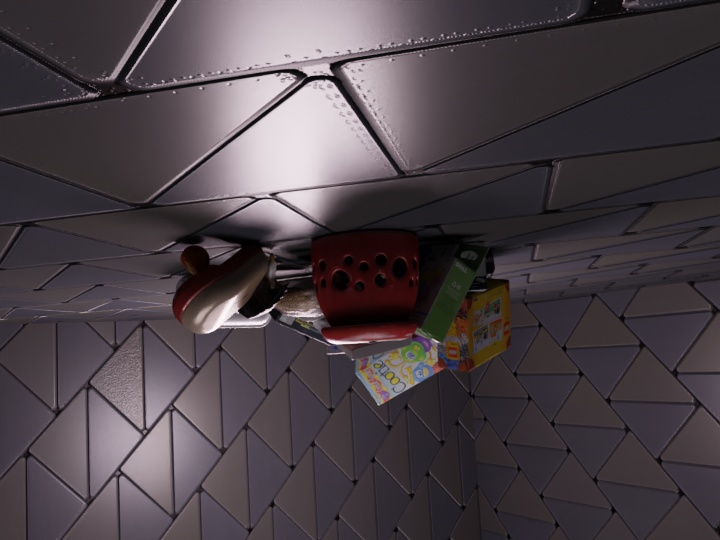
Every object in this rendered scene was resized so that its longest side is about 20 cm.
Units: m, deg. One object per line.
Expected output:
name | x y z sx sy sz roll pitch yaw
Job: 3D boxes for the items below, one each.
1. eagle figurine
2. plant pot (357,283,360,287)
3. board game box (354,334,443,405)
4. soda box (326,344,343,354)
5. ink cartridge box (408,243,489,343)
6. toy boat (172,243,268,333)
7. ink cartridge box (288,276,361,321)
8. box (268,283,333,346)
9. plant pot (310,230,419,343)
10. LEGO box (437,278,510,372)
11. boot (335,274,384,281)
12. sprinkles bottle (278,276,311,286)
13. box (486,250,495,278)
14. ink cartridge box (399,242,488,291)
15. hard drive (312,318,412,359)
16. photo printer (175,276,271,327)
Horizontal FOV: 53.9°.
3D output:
eagle figurine | -0.170 0.042 1.358 0.151 0.199 0.153 -37 140 -16
plant pot | 0.033 0.064 1.740 0.194 0.139 0.200 -3 173 0
board game box | 0.095 0.186 1.557 0.197 0.106 0.104 -32 -158 14
soda box | -0.019 0.167 1.718 0.068 0.066 0.199 0 172 -25
ink cartridge box | 0.152 0.027 1.330 0.059 0.204 0.103 31 172 -23
toy boat | -0.255 0.010 1.207 0.131 0.130 0.200 -53 176 32
ink cartridge box | -0.048 0.072 1.476 0.196 0.051 0.160 22 -157 24
box | -0.155 0.092 1.671 0.198 0.052 0.157 31 -172 -45
plant pot | 0.012 0.034 1.262 0.194 0.189 0.200 -4 176 0
LEGO box | 0.242 0.110 1.495 0.076 0.154 0.198 4 -168 37
boot | 0.000 0.000 1.520 0.194 0.068 0.175 2 169 -21
sprinkles bottle | -0.168 0.054 1.836 0.195 0.071 0.068 -6 173 23
box | 0.219 0.014 1.633 0.155 0.045 0.201 -6 162 2
ink cartridge box | 0.152 -0.001 1.415 0.194 0.097 0.044 -3 175 -2
hard drive | -0.001 0.118 1.408 0.129 0.027 0.199 -11 -161 -23
photo printer | -0.313 0.074 1.669 0.165 0.071 0.197 31 -164 37
